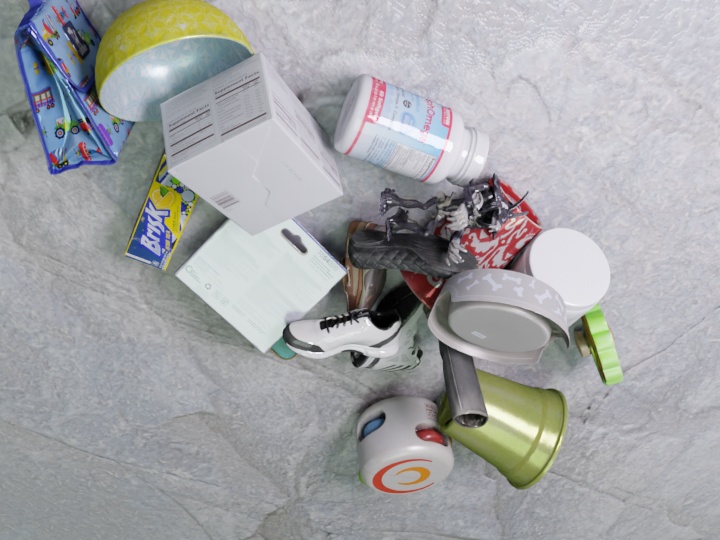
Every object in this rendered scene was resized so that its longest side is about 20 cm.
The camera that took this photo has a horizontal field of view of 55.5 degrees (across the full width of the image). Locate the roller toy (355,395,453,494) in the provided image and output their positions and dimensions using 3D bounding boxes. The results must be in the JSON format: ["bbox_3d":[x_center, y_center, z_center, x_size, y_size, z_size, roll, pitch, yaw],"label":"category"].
[{"bbox_3d":[0.085,0.336,1.335,0.198,0.141,0.183,-9,138,-1],"label":"roller toy"}]

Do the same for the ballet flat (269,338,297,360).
[{"bbox_3d":[-0.177,0.071,1.163,0.068,0.063,0.201,-36,107,1],"label":"ballet flat"}]

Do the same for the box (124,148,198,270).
[{"bbox_3d":[-0.289,-0.099,1.030,0.070,0.065,0.201,22,124,-18],"label":"box"}]

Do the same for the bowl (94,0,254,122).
[{"bbox_3d":[-0.241,-0.279,0.848,0.199,0.200,0.109,-24,83,17],"label":"bowl"}]

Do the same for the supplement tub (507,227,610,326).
[{"bbox_3d":[0.284,0.036,1.068,0.131,0.133,0.200,8,152,-8],"label":"supplement tub"}]

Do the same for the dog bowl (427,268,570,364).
[{"bbox_3d":[0.197,0.065,0.965,0.198,0.059,0.201,13,153,7],"label":"dog bowl"}]

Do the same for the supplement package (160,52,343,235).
[{"bbox_3d":[-0.140,-0.158,0.911,0.155,0.112,0.200,-22,151,15],"label":"supplement package"}]

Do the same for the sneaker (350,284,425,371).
[{"bbox_3d":[0.079,0.107,1.212,0.115,0.076,0.201,18,126,-33],"label":"sneaker"}]

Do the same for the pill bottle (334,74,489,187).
[{"bbox_3d":[0.071,-0.185,0.944,0.198,0.109,0.109,17,126,-15],"label":"pill bottle"}]

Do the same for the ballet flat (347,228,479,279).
[{"bbox_3d":[0.077,-0.019,1.004,0.198,0.067,0.057,12,135,17],"label":"ballet flat"}]

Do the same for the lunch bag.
[{"bbox_3d":[-0.366,-0.249,0.855,0.093,0.151,0.201,-9,128,5],"label":"lunch bag"}]

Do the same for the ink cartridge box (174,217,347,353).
[{"bbox_3d":[-0.156,0.000,1.089,0.200,0.043,0.196,-43,106,7],"label":"ink cartridge box"}]

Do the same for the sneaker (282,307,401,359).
[{"bbox_3d":[-0.026,0.091,1.093,0.198,0.074,0.080,0,132,-19],"label":"sneaker"}]

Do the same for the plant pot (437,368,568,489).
[{"bbox_3d":[0.252,0.276,1.276,0.183,0.201,0.201,26,124,-8],"label":"plant pot"}]

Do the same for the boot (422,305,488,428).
[{"bbox_3d":[0.173,0.159,1.133,0.072,0.201,0.181,-32,150,21],"label":"boot"}]

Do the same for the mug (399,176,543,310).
[{"bbox_3d":[0.179,-0.043,1.073,0.200,0.177,0.134,-45,80,24],"label":"mug"}]

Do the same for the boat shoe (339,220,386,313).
[{"bbox_3d":[0.000,0.000,1.120,0.071,0.076,0.201,26,128,18],"label":"boat shoe"}]

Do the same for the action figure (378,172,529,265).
[{"bbox_3d":[0.129,-0.068,0.932,0.198,0.103,0.119,0,140,11],"label":"action figure"}]

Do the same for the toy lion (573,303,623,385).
[{"bbox_3d":[0.396,0.116,1.137,0.068,0.193,0.201,-19,127,13],"label":"toy lion"}]
